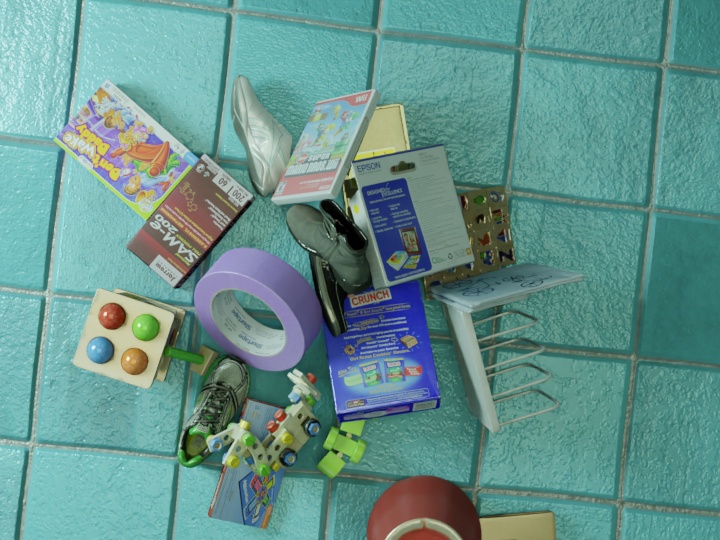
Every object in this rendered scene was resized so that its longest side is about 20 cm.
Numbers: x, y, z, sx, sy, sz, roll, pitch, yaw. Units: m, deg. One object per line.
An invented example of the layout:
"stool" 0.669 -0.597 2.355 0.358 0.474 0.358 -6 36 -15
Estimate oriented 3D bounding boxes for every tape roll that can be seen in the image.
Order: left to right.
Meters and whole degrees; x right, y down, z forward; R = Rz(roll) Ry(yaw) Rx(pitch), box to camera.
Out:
"tape roll" -0.161 0.063 1.509 0.200 0.200 0.066 36 47 -2

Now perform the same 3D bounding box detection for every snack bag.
"snack bag" 0.226 0.025 1.519 0.199 0.188 0.022 -14 100 -15

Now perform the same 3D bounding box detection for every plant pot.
"plant pot" 0.102 0.442 1.514 0.199 0.177 0.202 0 89 3

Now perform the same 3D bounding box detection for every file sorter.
"file sorter" 0.227 0.134 1.547 0.124 0.139 0.201 -17 97 -7

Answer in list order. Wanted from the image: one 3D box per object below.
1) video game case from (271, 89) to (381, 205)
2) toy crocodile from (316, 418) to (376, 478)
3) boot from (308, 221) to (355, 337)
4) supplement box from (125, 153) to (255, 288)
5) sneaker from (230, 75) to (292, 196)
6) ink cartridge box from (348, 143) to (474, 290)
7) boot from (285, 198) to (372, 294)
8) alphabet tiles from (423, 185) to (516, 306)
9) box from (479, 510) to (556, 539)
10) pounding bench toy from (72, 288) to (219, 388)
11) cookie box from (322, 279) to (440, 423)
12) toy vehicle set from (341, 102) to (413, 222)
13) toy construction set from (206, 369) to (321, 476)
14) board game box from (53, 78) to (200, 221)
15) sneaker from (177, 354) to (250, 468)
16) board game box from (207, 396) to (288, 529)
"video game case" -0.055 -0.196 1.524 0.017 0.142 0.201 40 62 -36
"toy crocodile" -0.011 0.250 1.585 0.067 0.062 0.201 24 83 -2
"boot" 0.000 -0.001 1.526 0.153 0.074 0.205 -10 61 -7
"supplement box" -0.277 -0.080 1.571 0.109 0.061 0.200 40 88 -2
"sneaker" -0.161 -0.227 1.583 0.080 0.070 0.202 -18 93 -18
"ink cartridge box" 0.078 -0.088 1.523 0.197 0.047 0.201 -15 87 -36
"boot" -0.046 -0.067 1.448 0.068 0.131 0.200 -33 58 -20
"alphabet tiles" 0.180 -0.030 1.609 0.166 0.008 0.202 -10 94 -11
"box" 0.251 0.511 1.608 0.162 0.021 0.202 -4 90 -2
"pounding bench toy" -0.328 0.117 1.517 0.199 0.156 0.125 18 88 -3
"cookie box" 0.031 0.130 1.546 0.170 0.075 0.201 -8 68 -2
"toy vehicle set" 0.025 -0.172 1.605 0.123 0.027 0.202 -9 90 -3
"toy construction set" -0.136 0.246 1.526 0.200 0.092 0.131 -43 115 -2
"board game box" -0.380 -0.195 1.575 0.200 0.045 0.135 41 87 -2
"sneaker" -0.235 0.231 1.545 0.078 0.085 0.201 22 96 -5
"board game box" -0.172 0.317 1.573 0.102 0.019 0.201 19 88 -24
